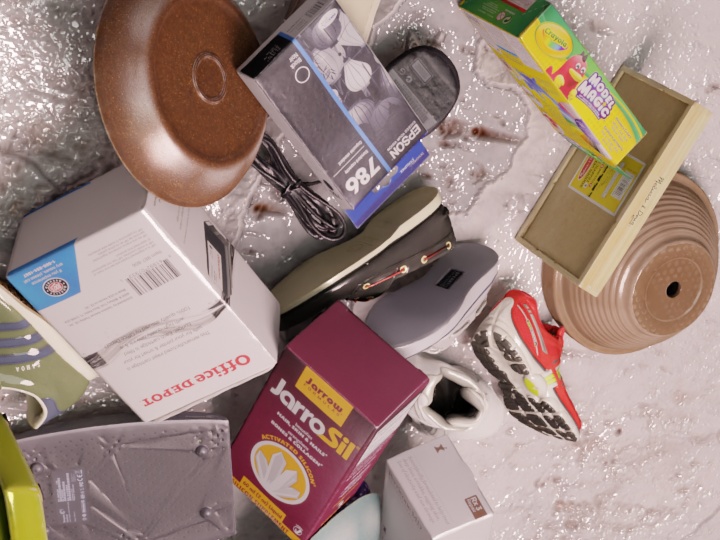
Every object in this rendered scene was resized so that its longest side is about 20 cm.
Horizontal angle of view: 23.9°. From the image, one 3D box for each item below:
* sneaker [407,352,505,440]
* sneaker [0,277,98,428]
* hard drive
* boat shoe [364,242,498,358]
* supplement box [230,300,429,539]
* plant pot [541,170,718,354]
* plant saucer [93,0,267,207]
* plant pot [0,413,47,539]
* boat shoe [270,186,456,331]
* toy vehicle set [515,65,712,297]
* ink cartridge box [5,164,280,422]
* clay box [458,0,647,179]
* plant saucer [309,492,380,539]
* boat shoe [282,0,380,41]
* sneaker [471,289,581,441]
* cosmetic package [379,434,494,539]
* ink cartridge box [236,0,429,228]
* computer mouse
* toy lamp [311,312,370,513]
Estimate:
[{"bbox_3d":[0.090,0.131,1.635,0.199,0.099,0.079,26,90,-49],"label":"sneaker"},{"bbox_3d":[-0.308,0.061,1.438,0.090,0.067,0.200,-49,127,-5],"label":"sneaker"},{"bbox_3d":[-0.215,0.190,1.535,0.197,0.042,0.136,-5,115,-7],"label":"hard drive"},{"bbox_3d":[0.069,0.045,1.579,0.199,0.073,0.066,-34,138,-44],"label":"boat shoe"},{"bbox_3d":[-0.036,0.139,1.522,0.086,0.110,0.201,-39,165,-44],"label":"supplement box"},{"bbox_3d":[0.288,0.002,1.694,0.199,0.093,0.203,-11,117,-23],"label":"plant pot"},{"bbox_3d":[-0.133,-0.154,1.381,0.199,0.036,0.203,12,75,-52],"label":"plant saucer"},{"bbox_3d":[-0.358,0.227,1.408,0.180,0.199,0.202,-13,117,-20],"label":"plant pot"},{"bbox_3d":[0.001,0.001,1.561,0.200,0.074,0.064,-33,115,-15],"label":"boat shoe"},{"bbox_3d":[0.236,-0.087,1.608,0.026,0.124,0.201,27,99,-32],"label":"toy vehicle set"},{"bbox_3d":[-0.179,0.018,1.443,0.143,0.085,0.200,-24,126,20],"label":"ink cartridge box"},{"bbox_3d":[0.182,-0.174,1.549,0.048,0.115,0.200,-46,125,-2],"label":"clay box"},{"bbox_3d":[-0.038,0.301,1.628,0.201,0.039,0.201,-45,163,-18],"label":"plant saucer"},{"bbox_3d":[-0.026,-0.229,1.453,0.071,0.059,0.201,20,103,-35],"label":"boat shoe"},{"bbox_3d":[0.183,0.097,1.699,0.085,0.076,0.201,-56,137,-25],"label":"sneaker"},{"bbox_3d":[0.069,0.263,1.655,0.073,0.102,0.201,-20,143,-17],"label":"cosmetic package"},{"bbox_3d":[-0.012,-0.129,1.444,0.100,0.039,0.200,-46,127,-10],"label":"ink cartridge box"},{"bbox_3d":[-0.015,-0.140,1.514,0.140,0.046,0.200,42,87,-17],"label":"computer mouse"},{"bbox_3d":[-0.021,0.134,1.623,0.058,0.058,0.202,-15,121,-20],"label":"toy lamp"}]
